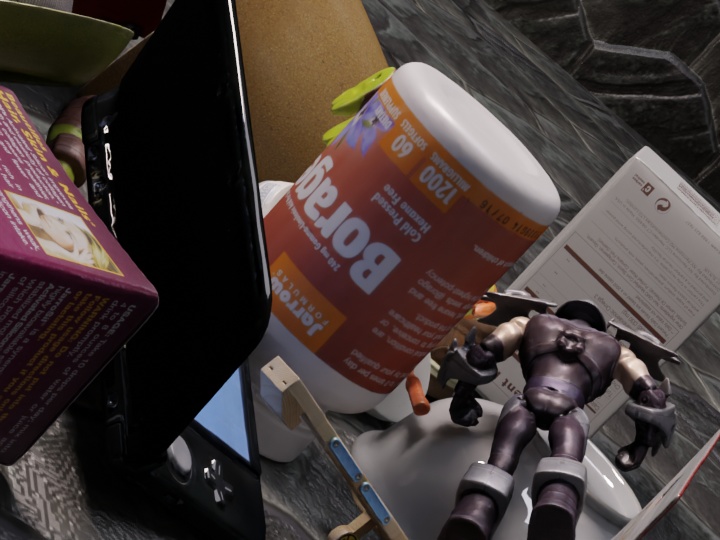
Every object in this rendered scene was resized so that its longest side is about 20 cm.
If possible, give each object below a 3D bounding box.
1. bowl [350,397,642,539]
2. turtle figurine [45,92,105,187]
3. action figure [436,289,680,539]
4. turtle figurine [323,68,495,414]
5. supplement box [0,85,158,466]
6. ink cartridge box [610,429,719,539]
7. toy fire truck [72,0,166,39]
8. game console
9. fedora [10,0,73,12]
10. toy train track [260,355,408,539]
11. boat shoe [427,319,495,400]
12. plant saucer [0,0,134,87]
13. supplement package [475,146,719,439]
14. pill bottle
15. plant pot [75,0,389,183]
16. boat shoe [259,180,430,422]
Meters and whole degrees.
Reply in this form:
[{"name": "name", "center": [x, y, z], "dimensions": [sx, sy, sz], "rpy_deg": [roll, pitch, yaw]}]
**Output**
[{"name": "bowl", "center": [0.096, 0.138, 1.202], "dimensions": [0.201, 0.090, 0.201], "rpy_deg": [41, 13, -12]}, {"name": "turtle figurine", "center": [-0.142, -0.011, 1.012], "dimensions": [0.200, 0.064, 0.161], "rpy_deg": [54, 27, -10]}, {"name": "action figure", "center": [0.097, 0.080, 1.123], "dimensions": [0.129, 0.070, 0.200], "rpy_deg": [9, 40, 16]}, {"name": "turtle figurine", "center": [0.039, -0.025, 1.215], "dimensions": [0.162, 0.064, 0.200], "rpy_deg": [59, 31, -24]}, {"name": "supplement box", "center": [-0.192, -0.014, 0.797], "dimensions": [0.131, 0.103, 0.200], "rpy_deg": [51, 16, 28]}, {"name": "ink cartridge box", "center": [0.113, 0.162, 0.997], "dimensions": [0.044, 0.174, 0.200], "rpy_deg": [46, 14, 8]}, {"name": "toy fire truck", "center": [-0.201, -0.195, 1.383], "dimensions": [0.141, 0.049, 0.199], "rpy_deg": [26, 16, 35]}, {"name": "game console", "center": [-0.057, -0.003, 0.949], "dimensions": [0.176, 0.116, 0.201], "rpy_deg": [45, 30, -50]}, {"name": "fedora", "center": [-0.218, -0.171, 1.137], "dimensions": [0.200, 0.176, 0.091], "rpy_deg": [48, 37, -72]}, {"name": "toy train track", "center": [-0.003, 0.120, 1.016], "dimensions": [0.115, 0.032, 0.200], "rpy_deg": [43, -13, 51]}, {"name": "boat shoe", "center": [0.030, -0.002, 1.459], "dimensions": [0.075, 0.075, 0.203], "rpy_deg": [26, 22, -51]}, {"name": "plant saucer", "center": [-0.208, -0.112, 1.011], "dimensions": [0.198, 0.031, 0.200], "rpy_deg": [7, 2, 0]}, {"name": "supplement package", "center": [0.174, 0.025, 1.525], "dimensions": [0.117, 0.200, 0.117], "rpy_deg": [44, 14, 3]}, {"name": "pill bottle", "center": [0.000, 0.000, 1.099], "dimensions": [0.112, 0.200, 0.112], "rpy_deg": [40, 13, -12]}, {"name": "plant pot", "center": [-0.045, -0.083, 1.325], "dimensions": [0.201, 0.186, 0.186], "rpy_deg": [55, 12, -8]}, {"name": "boat shoe", "center": [-0.027, 0.020, 1.249], "dimensions": [0.068, 0.072, 0.200], "rpy_deg": [9, -25, 40]}]
